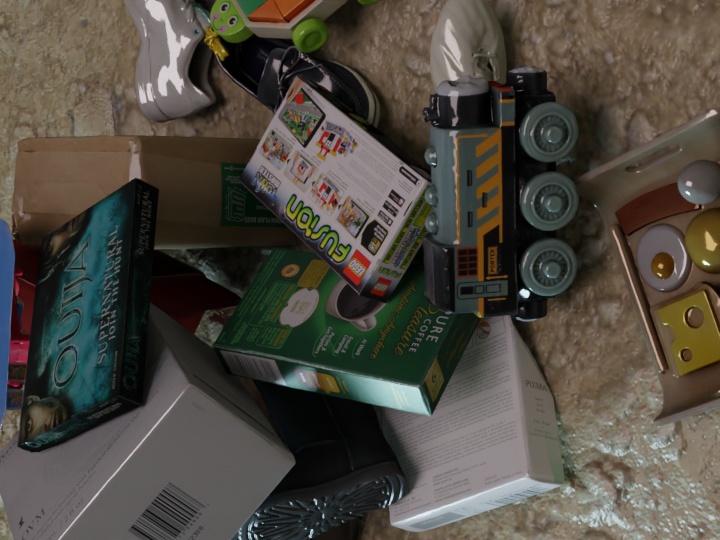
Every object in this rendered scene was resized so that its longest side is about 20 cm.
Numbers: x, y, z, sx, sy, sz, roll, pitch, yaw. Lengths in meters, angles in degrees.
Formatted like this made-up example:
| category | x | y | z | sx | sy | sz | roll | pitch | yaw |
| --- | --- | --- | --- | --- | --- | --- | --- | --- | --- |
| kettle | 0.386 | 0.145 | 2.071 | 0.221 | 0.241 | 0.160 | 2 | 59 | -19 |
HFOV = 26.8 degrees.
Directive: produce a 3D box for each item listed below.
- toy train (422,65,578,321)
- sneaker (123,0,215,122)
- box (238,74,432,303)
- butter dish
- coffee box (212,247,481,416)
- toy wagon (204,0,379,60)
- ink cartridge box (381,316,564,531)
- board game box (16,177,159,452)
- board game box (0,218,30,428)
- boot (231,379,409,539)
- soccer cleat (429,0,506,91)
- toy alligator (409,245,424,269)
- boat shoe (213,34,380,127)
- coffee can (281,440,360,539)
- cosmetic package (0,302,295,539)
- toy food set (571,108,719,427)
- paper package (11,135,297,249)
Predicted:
| category | x | y | z | sx | sy | sz | roll | pitch | yaw |
| --- | --- | --- | --- | --- | --- | --- | --- | --- | --- |
| toy train | 0.104 | -0.056 | 1.162 | 0.085 | 0.113 | 0.201 | -131 | 38 | -71 |
| sneaker | -0.180 | -0.251 | 1.486 | 0.088 | 0.075 | 0.201 | -8 | 92 | 30 |
| box | -0.018 | -0.072 | 1.266 | 0.200 | 0.035 | 0.110 | 43 | 108 | 42 |
| butter dish | -0.252 | 0.053 | 1.459 | 0.199 | 0.200 | 0.148 | 25 | 108 | 33 |
| coffee box | -0.009 | 0.048 | 1.247 | 0.199 | 0.123 | 0.044 | 8 | 139 | 27 |
| toy wagon | -0.066 | -0.265 | 1.349 | 0.200 | 0.040 | 0.155 | -37 | 58 | 12 |
| ink cartridge box | 0.087 | 0.104 | 1.278 | 0.161 | 0.050 | 0.201 | -27 | 56 | 40 |
| board game box | -0.223 | 0.037 | 1.234 | 0.135 | 0.028 | 0.201 | -27 | 50 | 36 |
| board game box | -0.311 | 0.056 | 1.344 | 0.158 | 0.039 | 0.201 | 174 | 100 | -65 |
| boot | -0.067 | 0.132 | 1.303 | 0.066 | 0.164 | 0.200 | 94 | 157 | -48 |
| soccer cleat | 0.094 | -0.124 | 1.226 | 0.078 | 0.069 | 0.201 | -150 | 60 | -66 |
| toy alligator | 0.000 | 0.000 | 1.329 | 0.199 | 0.059 | 0.055 | -12 | 84 | 42 |
| boat shoe | -0.062 | -0.170 | 1.377 | 0.200 | 0.062 | 0.075 | 37 | 114 | 33 |
| coffee can | -0.118 | 0.211 | 1.389 | 0.200 | 0.146 | 0.147 | 36 | 115 | 36 |
| cosmetic package | -0.186 | 0.157 | 1.245 | 0.200 | 0.123 | 0.200 | -50 | 28 | 2 |
| toy food set | 0.242 | 0.001 | 1.107 | 0.143 | 0.060 | 0.201 | -28 | 73 | 39 |
| paper package | -0.187 | -0.072 | 1.402 | 0.190 | 0.200 | 0.104 | 4 | 94 | 43 |
